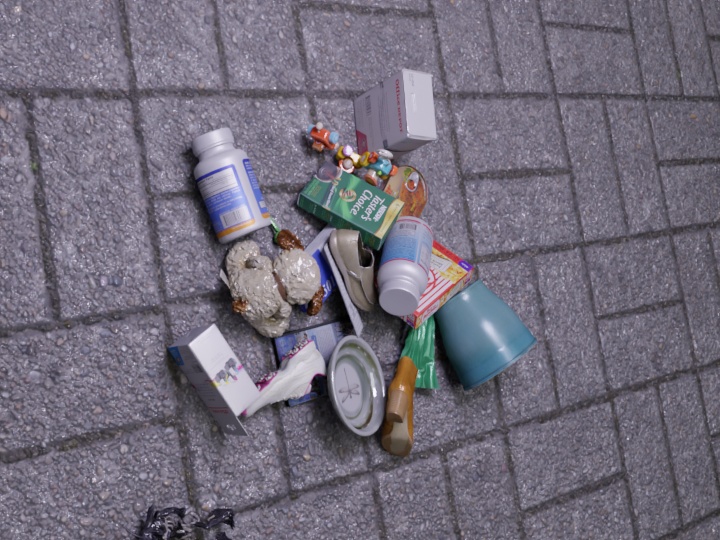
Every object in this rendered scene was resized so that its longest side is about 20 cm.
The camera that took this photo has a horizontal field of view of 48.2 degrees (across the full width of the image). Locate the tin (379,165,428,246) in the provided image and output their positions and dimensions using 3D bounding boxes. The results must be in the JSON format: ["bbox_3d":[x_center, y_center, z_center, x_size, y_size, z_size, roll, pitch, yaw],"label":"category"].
[{"bbox_3d":[0.082,-0.145,1.817,0.112,0.042,0.202,40,63,-26],"label":"tin"}]

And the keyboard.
[{"bbox_3d":[-0.034,0.036,1.645,0.056,0.010,0.204,-75,146,-71],"label":"keyboard"}]

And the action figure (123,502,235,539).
[{"bbox_3d":[-0.312,0.469,1.415,0.196,0.101,0.122,4,91,-34],"label":"action figure"}]

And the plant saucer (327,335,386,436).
[{"bbox_3d":[-0.018,0.236,1.632,0.199,0.049,0.204,33,50,-50],"label":"plant saucer"}]

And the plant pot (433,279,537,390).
[{"bbox_3d":[0.263,0.134,1.808,0.198,0.200,0.190,-32,85,-33],"label":"plant pot"}]

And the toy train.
[{"bbox_3d":[-0.020,-0.236,1.688,0.057,0.197,0.150,-63,159,-7],"label":"toy train"}]

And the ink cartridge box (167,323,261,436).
[{"bbox_3d":[-0.259,0.203,1.484,0.068,0.114,0.202,-38,103,-30],"label":"ink cartridge box"}]

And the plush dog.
[{"bbox_3d":[-0.157,0.023,1.526,0.169,0.161,0.203,-25,96,4],"label":"plush dog"}]

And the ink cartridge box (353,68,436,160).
[{"bbox_3d":[0.073,-0.328,1.743,0.081,0.199,0.150,0,82,-32],"label":"ink cartridge box"}]

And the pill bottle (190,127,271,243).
[{"bbox_3d":[-0.256,-0.164,1.552,0.111,0.111,0.204,-23,94,-34],"label":"pill bottle"}]

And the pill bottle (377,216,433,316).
[{"bbox_3d":[0.092,-0.008,1.679,0.108,0.108,0.203,36,42,-23],"label":"pill bottle"}]

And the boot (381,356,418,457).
[{"bbox_3d":[0.092,0.288,1.696,0.069,0.203,0.146,10,50,13],"label":"boot"}]

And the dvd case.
[{"bbox_3d":[-0.083,0.184,1.663,0.197,0.017,0.146,-13,89,-33],"label":"dvd case"}]

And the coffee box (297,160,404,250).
[{"bbox_3d":[-0.018,-0.138,1.679,0.197,0.044,0.124,30,52,8],"label":"coffee box"}]

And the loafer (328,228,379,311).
[{"bbox_3d":[0.000,0.000,1.649,0.202,0.067,0.076,62,27,-32],"label":"loafer"}]

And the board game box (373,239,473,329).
[{"bbox_3d":[0.129,0.020,1.762,0.150,0.047,0.199,35,54,25],"label":"board game box"}]

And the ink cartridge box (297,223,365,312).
[{"bbox_3d":[-0.074,-0.014,1.667,0.201,0.044,0.095,-51,122,-33],"label":"ink cartridge box"}]

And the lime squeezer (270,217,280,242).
[{"bbox_3d":[-0.172,-0.047,1.641,0.069,0.038,0.205,-9,88,-3],"label":"lime squeezer"}]

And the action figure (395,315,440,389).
[{"bbox_3d":[0.128,0.157,1.785,0.116,0.054,0.205,10,78,-30],"label":"action figure"}]

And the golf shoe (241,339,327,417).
[{"bbox_3d":[-0.146,0.226,1.566,0.199,0.075,0.092,-41,101,-17],"label":"golf shoe"}]
